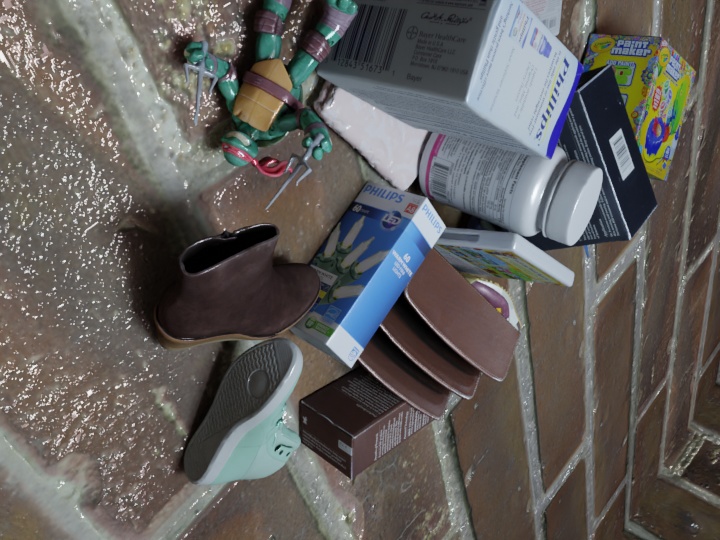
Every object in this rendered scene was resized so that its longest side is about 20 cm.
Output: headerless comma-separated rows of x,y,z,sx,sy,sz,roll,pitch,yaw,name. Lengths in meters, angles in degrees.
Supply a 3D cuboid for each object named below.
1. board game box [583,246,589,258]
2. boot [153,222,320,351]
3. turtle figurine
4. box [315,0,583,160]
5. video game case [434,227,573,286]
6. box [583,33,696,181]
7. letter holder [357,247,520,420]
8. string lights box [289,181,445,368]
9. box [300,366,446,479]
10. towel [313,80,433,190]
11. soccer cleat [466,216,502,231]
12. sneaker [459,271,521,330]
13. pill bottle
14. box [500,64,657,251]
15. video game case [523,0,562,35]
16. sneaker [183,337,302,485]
0.330,-0.111,1.173,0.201,0.039,0.159,55,28,-41,board game box
-0.098,0.010,0.686,0.198,0.073,0.167,-22,162,-34,boot
-0.086,-0.166,0.647,0.148,0.101,0.202,25,88,-12,turtle figurine
0.094,-0.201,0.715,0.199,0.183,0.106,12,98,-54,box
0.160,-0.020,0.933,0.199,0.180,0.023,22,79,-52,video game case
0.450,-0.268,1.194,0.199,0.121,0.195,4,101,-51,box
0.088,0.085,0.896,0.200,0.100,0.143,42,58,-26,letter holder
0.000,0.000,0.827,0.201,0.102,0.059,-56,134,-13,string lights box
0.023,0.183,0.959,0.199,0.100,0.076,-21,125,-42,box
0.044,-0.216,0.824,0.200,0.032,0.193,33,83,-53,towel
0.219,-0.095,1.087,0.200,0.065,0.084,-41,175,-41,soccer cleat
0.176,0.079,1.023,0.091,0.074,0.200,-61,141,-14,sneaker
0.182,-0.110,0.870,0.113,0.199,0.114,-41,145,-38,pill bottle
0.262,-0.138,0.944,0.104,0.181,0.202,-39,111,-39,box
0.210,-0.385,0.937,0.199,0.023,0.184,-29,130,-36,video game case
-0.101,0.156,0.793,0.118,0.074,0.201,14,120,-48,sneaker
